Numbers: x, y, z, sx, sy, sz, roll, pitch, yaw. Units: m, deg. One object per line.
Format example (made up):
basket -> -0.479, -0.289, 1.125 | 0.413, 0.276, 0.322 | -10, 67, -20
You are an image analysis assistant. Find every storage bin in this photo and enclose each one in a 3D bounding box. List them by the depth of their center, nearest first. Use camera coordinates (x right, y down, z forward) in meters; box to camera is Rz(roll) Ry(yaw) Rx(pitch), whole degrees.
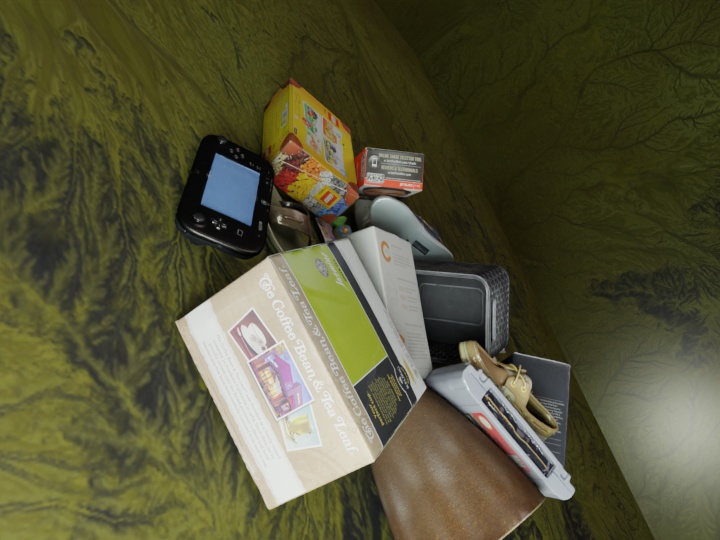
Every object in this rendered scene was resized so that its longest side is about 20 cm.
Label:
storage bin -> 0.123, 0.061, 0.863 | 0.093, 0.196, 0.139 | -16, 107, -54

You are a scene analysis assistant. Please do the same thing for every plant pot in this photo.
plant pot -> 0.090, 0.245, 0.681 | 0.201, 0.187, 0.186 | 54, 18, 25

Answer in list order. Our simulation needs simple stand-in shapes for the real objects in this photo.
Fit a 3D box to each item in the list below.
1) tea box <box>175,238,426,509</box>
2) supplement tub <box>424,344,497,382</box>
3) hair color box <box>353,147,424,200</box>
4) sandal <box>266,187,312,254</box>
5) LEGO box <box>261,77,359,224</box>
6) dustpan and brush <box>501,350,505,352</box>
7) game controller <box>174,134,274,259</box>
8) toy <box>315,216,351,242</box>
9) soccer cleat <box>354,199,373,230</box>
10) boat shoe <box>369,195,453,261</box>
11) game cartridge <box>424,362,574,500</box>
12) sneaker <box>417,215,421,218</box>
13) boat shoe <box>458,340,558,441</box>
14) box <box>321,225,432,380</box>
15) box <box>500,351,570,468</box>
tea box -> -0.050, 0.092, 0.584 | 0.203, 0.132, 0.196 | 61, 21, 5
supplement tub -> 0.159, 0.204, 0.890 | 0.147, 0.143, 0.200 | 59, 22, -1
hair color box -> 0.035, -0.160, 0.959 | 0.200, 0.099, 0.063 | -176, -90, -80
sandal -> -0.106, -0.077, 0.769 | 0.204, 0.057, 0.080 | 59, 22, -3
LEGO box -> -0.084, -0.201, 0.918 | 0.148, 0.077, 0.203 | 34, 32, -33
dustpan and brush -> 0.180, 0.066, 0.998 | 0.199, 0.058, 0.139 | 36, 9, 28
game controller -> -0.158, -0.094, 0.669 | 0.102, 0.043, 0.203 | 16, 40, -17
toy -> 0.000, 0.000, 0.921 | 0.114, 0.047, 0.204 | 7, 56, -61
soccer cleat -> 0.027, -0.082, 1.031 | 0.087, 0.068, 0.204 | 68, 7, -56
boat shoe -> 0.085, -0.072, 1.001 | 0.199, 0.071, 0.091 | 40, 15, -25
game cartridge -> 0.170, 0.209, 0.717 | 0.201, 0.041, 0.133 | 50, -20, 0
sneaker -> 0.121, -0.035, 1.141 | 0.201, 0.077, 0.078 | 49, 33, -25
boat shoe -> 0.204, 0.163, 0.758 | 0.201, 0.066, 0.075 | 50, 24, -24
box -> 0.022, 0.058, 0.776 | 0.124, 0.096, 0.205 | 16, 62, -59
box -> 0.283, 0.266, 0.963 | 0.149, 0.104, 0.205 | 99, 3, -70
